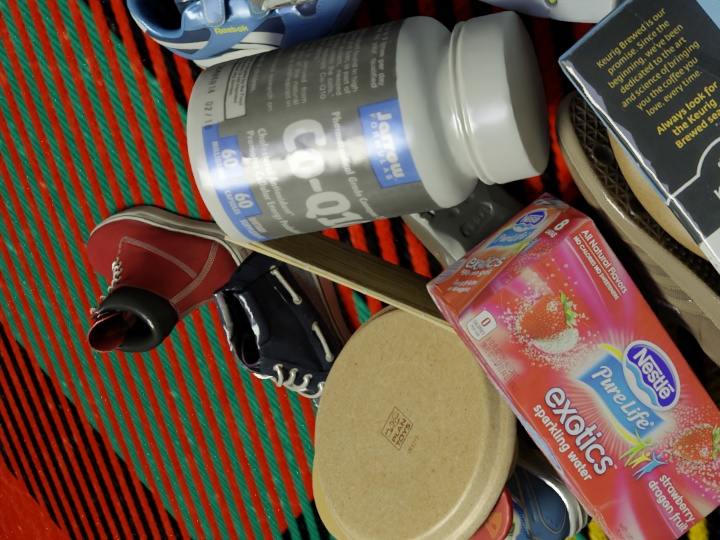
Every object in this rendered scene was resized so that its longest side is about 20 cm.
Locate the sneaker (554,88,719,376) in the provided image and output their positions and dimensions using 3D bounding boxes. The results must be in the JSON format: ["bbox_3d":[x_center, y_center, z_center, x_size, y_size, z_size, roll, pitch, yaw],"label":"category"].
[{"bbox_3d":[0.173,-0.014,0.824,0.201,0.070,0.076,51,148,4],"label":"sneaker"}]

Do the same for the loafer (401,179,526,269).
[{"bbox_3d":[0.089,-0.016,0.926,0.201,0.073,0.071,50,177,0],"label":"loafer"}]

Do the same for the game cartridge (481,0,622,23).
[{"bbox_3d":[0.073,-0.221,0.791,0.199,0.041,0.134,29,134,28],"label":"game cartridge"}]

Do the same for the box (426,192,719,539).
[{"bbox_3d":[0.140,0.065,0.849,0.201,0.099,0.095,54,179,-16],"label":"box"}]

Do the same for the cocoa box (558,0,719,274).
[{"bbox_3d":[0.202,-0.103,0.597,0.200,0.133,0.132,-40,87,14],"label":"cocoa box"}]

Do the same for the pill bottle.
[{"bbox_3d":[0.007,-0.087,0.836,0.198,0.114,0.115,-10,115,22],"label":"pill bottle"}]

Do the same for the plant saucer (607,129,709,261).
[{"bbox_3d":[0.212,-0.082,0.709,0.198,0.035,0.203,12,116,27],"label":"plant saucer"}]

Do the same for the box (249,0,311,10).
[{"bbox_3d":[-0.061,-0.265,0.735,0.158,0.049,0.201,45,135,29],"label":"box"}]

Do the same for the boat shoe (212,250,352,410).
[{"bbox_3d":[-0.052,0.073,1.110,0.074,0.093,0.202,-2,118,47],"label":"boat shoe"}]

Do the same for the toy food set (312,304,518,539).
[{"bbox_3d":[0.041,0.120,1.013,0.197,0.048,0.202,18,90,46],"label":"toy food set"}]

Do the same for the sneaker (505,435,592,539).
[{"bbox_3d":[0.076,0.145,1.046,0.199,0.077,0.076,29,139,32],"label":"sneaker"}]

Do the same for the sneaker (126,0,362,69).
[{"bbox_3d":[-0.075,-0.182,0.918,0.199,0.082,0.075,-12,67,43],"label":"sneaker"}]

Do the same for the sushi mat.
[{"bbox_3d":[0.000,0.000,0.943,0.198,0.096,0.012,23,106,-7],"label":"sushi mat"}]

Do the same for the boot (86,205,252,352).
[{"bbox_3d":[-0.202,0.012,1.178,0.199,0.144,0.073,7,126,45],"label":"boot"}]
